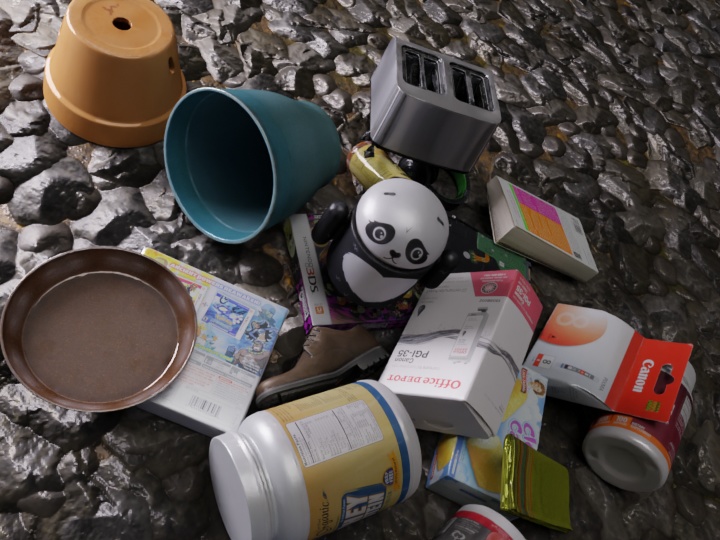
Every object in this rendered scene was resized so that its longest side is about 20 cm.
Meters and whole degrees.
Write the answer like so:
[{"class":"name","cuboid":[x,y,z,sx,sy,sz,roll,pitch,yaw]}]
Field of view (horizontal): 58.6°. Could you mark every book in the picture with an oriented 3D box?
[{"class":"book","cuboid":[0.307,-0.072,1.083,0.200,0.048,0.134,22,44,-24]}]

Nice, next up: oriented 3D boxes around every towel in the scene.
[{"class":"towel","cuboid":[0.222,0.267,0.792,0.200,0.018,0.086,36,55,-45]}]

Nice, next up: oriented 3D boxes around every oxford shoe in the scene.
[{"class":"oxford shoe","cuboid":[-0.059,0.119,0.811,0.200,0.073,0.084,-17,65,-45]}]

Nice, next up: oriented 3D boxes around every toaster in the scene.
[{"class":"toaster","cuboid":[0.109,-0.254,1.005,0.180,0.119,0.200,14,49,-14]}]

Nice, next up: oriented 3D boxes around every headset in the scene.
[{"class":"headset","cuboid":[0.097,-0.180,1.087,0.200,0.094,0.124,42,46,-13]}]

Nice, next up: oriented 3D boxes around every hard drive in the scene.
[{"class":"hard drive","cuboid":[0.178,-0.001,0.989,0.200,0.038,0.140,26,48,-17]}]

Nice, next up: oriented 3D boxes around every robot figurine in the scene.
[{"class":"robot figurine","cuboid":[0.029,-0.027,0.813,0.150,0.200,0.125,-14,69,-31]}]

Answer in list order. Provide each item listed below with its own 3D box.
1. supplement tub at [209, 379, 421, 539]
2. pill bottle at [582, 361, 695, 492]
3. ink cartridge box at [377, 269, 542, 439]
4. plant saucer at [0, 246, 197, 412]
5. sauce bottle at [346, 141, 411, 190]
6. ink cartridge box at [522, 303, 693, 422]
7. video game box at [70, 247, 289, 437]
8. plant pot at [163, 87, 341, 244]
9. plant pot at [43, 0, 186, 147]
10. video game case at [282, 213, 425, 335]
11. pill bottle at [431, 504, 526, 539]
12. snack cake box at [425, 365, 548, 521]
[{"class":"supplement tub","cuboid":[-0.050,0.212,0.703,0.200,0.145,0.145,-12,65,-29]},{"class":"pill bottle","cuboid":[0.410,0.208,0.929,0.114,0.114,0.200,41,52,6]},{"class":"ink cartridge box","cuboid":[0.129,0.102,0.829,0.083,0.146,0.200,51,53,-31]},{"class":"plant saucer","cuboid":[-0.284,0.066,0.711,0.200,0.035,0.201,10,55,-15]},{"class":"sauce bottle","cuboid":[0.050,-0.123,0.985,0.066,0.066,0.200,-14,49,-30]},{"class":"ink cartridge box","cuboid":[0.354,0.126,0.926,0.162,0.200,0.050,-47,129,-38]},{"class":"video game box","cuboid":[-0.210,0.087,0.776,0.200,0.047,0.182,25,55,-7]},{"class":"plant pot","cuboid":[-0.133,-0.158,0.891,0.200,0.200,0.188,48,38,11]},{"class":"plant pot","cuboid":[-0.342,-0.295,0.908,0.200,0.140,0.200,11,56,-17]},{"class":"video game case","cuboid":[0.000,0.000,0.932,0.200,0.036,0.182,-1,61,-25]},{"class":"pill bottle","cuboid":[0.094,0.359,0.692,0.200,0.111,0.111,-33,76,-36]},{"class":"snack cake box","cuboid":[0.172,0.213,0.850,0.115,0.067,0.200,26,52,-5]}]
